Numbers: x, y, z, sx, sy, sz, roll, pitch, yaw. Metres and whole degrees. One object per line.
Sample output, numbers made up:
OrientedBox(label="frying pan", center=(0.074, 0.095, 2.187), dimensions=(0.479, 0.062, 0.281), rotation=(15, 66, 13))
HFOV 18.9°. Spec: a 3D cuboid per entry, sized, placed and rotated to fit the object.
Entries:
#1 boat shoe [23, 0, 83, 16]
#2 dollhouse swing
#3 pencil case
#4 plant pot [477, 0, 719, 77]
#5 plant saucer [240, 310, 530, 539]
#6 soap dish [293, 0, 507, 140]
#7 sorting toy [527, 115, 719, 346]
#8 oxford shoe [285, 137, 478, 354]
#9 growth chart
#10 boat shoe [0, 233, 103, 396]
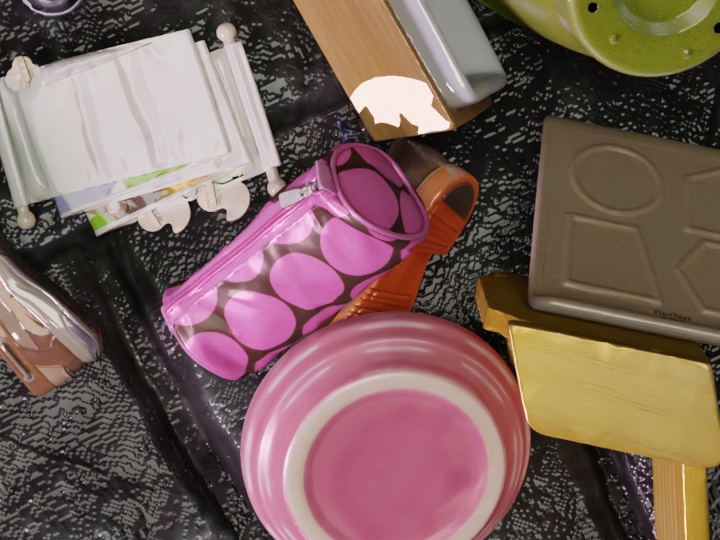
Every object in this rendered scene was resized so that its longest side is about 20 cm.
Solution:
OrientedBox(label="boat shoe", center=(-0.249, -0.264, 1.460), dimensions=(0.074, 0.068, 0.200), rotation=(-23, 93, -1))
OrientedBox(label="dollhouse swing", center=(0.152, 0.114, 1.426), dimensions=(0.181, 0.200, 0.176), rotation=(11, 100, -2))
OrientedBox(label="pencil case", center=(-0.050, -0.006, 1.421), dimensions=(0.200, 0.094, 0.091), rotation=(-41, 60, 35))
OrientedBox(label="plant pot", center=(0.162, -0.217, 1.376), dimensions=(0.200, 0.193, 0.201), rotation=(-7, 120, -12))
OrientedBox(label="plant saucer", center=(0.020, 0.127, 1.463), dimensions=(0.200, 0.051, 0.201), rotation=(-3, 111, -8))
OrientedBox(label="soap dish", center=(0.012, -0.181, 1.434), dimensions=(0.081, 0.157, 0.200), rotation=(-29, 93, 16))
OrientedBox(label="sorting toy", center=(0.205, -0.019, 1.441), dimensions=(0.185, 0.200, 0.037), rotation=(11, 133, -2))
OrientedBox(label="oxford shoe", center=(0.000, 0.000, 1.491), dimensions=(0.073, 0.071, 0.200), rotation=(41, 99, 29))
OrientedBox(label="growth chart", center=(-0.158, -0.094, 1.496), dimensions=(0.200, 0.018, 0.145), rotation=(-10, 93, -1))
OrientedBox(label="boat shoe", center=(-0.266, 0.006, 1.470), dimensions=(0.200, 0.076, 0.072), rotation=(44, 93, -1))
